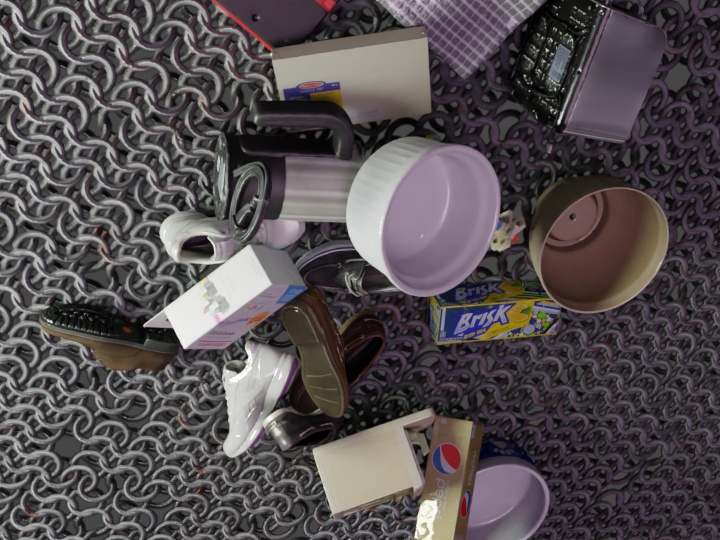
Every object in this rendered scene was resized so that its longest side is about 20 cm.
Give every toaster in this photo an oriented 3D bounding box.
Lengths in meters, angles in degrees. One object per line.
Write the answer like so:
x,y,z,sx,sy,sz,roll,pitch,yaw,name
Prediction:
0.290,-0.271,1.400,0.118,0.181,0.201,8,115,-21,toaster

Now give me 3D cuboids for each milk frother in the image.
-0.084,-0.101,1.365,0.187,0.201,0.181,1,148,-16,milk frother

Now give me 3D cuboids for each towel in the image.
0.126,-0.360,1.361,0.200,0.086,0.166,35,105,-29,towel

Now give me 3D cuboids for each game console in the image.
-0.109,-0.385,1.317,0.200,0.031,0.177,36,99,-30,game console

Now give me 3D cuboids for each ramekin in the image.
0.077,-0.077,1.376,0.200,0.098,0.202,-17,120,-32,ramekin

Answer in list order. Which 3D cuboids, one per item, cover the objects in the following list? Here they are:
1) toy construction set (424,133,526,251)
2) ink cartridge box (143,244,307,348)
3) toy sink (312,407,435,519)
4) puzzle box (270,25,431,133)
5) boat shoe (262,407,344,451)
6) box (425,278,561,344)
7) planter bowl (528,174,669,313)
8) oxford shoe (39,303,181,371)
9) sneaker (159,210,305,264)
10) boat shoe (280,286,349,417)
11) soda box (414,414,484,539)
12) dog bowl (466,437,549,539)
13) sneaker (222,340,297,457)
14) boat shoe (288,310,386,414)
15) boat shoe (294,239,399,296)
0.134,-0.090,1.517,0.200,0.092,0.131,36,104,-18,toy construction set
-0.186,0.050,1.464,0.200,0.068,0.115,-35,164,16,ink cartridge box
0.037,0.307,1.659,0.199,0.113,0.130,-18,164,-6,toy sink
-0.009,-0.245,1.373,0.199,0.026,0.133,-8,144,0,puzzle box
-0.078,0.248,1.604,0.067,0.057,0.200,-39,156,17,boat shoe
0.204,0.062,1.630,0.199,0.064,0.070,-4,120,-14,box
0.331,-0.057,1.558,0.199,0.135,0.201,-6,120,-11,planter bowl
-0.357,0.104,1.491,0.199,0.073,0.085,19,116,-23,oxford shoe
-0.169,-0.040,1.447,0.199,0.100,0.075,-8,118,-13,sneaker
-0.049,0.118,1.536,0.072,0.068,0.201,4,123,33,boat shoe
0.143,0.337,1.699,0.064,0.067,0.201,26,73,-64,soda box
0.216,0.386,1.806,0.199,0.079,0.201,-7,120,-12,dog bowl
-0.171,0.189,1.595,0.099,0.075,0.201,27,112,-4,sneaker
-0.036,0.150,1.609,0.070,0.070,0.200,28,109,-31,boat shoe
0.000,0.000,1.512,0.199,0.071,0.072,-9,130,9,boat shoe
